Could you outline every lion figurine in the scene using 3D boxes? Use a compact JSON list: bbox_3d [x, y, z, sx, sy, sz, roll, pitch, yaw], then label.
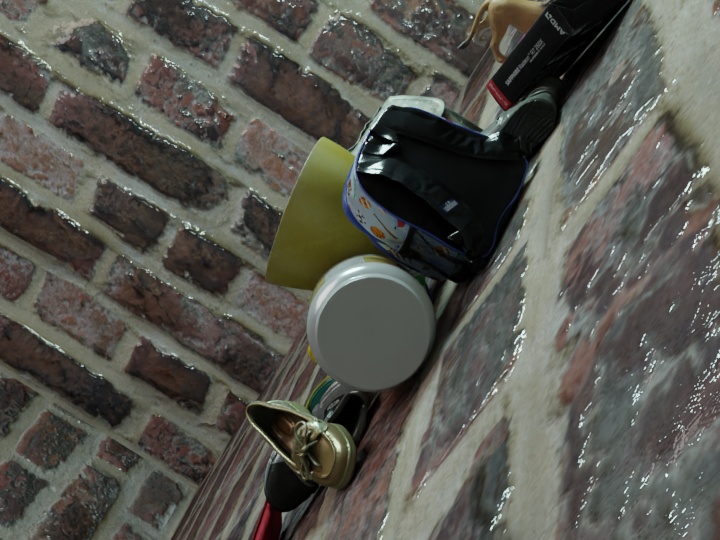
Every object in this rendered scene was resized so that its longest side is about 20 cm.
[{"bbox_3d":[0.238,-0.353,1.632,0.073,0.199,0.123,-87,-2,-47],"label":"lion figurine"}]

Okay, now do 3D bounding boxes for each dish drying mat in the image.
[{"bbox_3d":[-0.122,0.344,1.472,0.200,0.018,0.077,-75,-15,-72],"label":"dish drying mat"}]

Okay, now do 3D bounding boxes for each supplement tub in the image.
[{"bbox_3d":[0.011,0.059,1.340,0.145,0.144,0.200,-57,4,3],"label":"supplement tub"}]

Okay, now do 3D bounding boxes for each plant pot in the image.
[{"bbox_3d":[-0.019,-0.051,1.499,0.200,0.142,0.201,22,-90,-87],"label":"plant pot"}]

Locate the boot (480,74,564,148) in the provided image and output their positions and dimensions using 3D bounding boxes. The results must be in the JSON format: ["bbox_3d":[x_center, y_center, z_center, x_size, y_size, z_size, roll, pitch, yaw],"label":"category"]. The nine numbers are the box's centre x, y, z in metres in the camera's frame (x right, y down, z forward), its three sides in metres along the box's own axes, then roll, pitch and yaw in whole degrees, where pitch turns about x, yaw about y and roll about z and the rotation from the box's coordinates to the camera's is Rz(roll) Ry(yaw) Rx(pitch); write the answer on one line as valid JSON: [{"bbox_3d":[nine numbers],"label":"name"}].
[{"bbox_3d":[0.183,-0.166,1.511,0.200,0.068,0.131,-38,9,26],"label":"boot"}]

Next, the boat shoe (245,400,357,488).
[{"bbox_3d":[-0.071,0.201,1.368,0.200,0.063,0.074,17,91,59],"label":"boat shoe"}]

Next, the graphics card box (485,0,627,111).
[{"bbox_3d":[0.254,-0.296,1.513,0.125,0.051,0.200,-34,-7,-27],"label":"graphics card box"}]

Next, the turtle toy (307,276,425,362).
[{"bbox_3d":[0.013,0.058,1.648,0.200,0.101,0.146,-55,6,30],"label":"turtle toy"}]

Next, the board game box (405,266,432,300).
[{"bbox_3d":[0.000,0.000,1.585,0.135,0.035,0.200,-25,40,-3],"label":"board game box"}]

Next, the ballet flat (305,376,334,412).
[{"bbox_3d":[-0.044,0.198,1.574,0.200,0.067,0.067,-57,-10,25],"label":"ballet flat"}]

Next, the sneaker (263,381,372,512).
[{"bbox_3d":[-0.054,0.219,1.442,0.200,0.075,0.115,-57,6,0],"label":"sneaker"}]

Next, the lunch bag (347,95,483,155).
[{"bbox_3d":[0.086,-0.145,1.607,0.118,0.200,0.164,-54,4,48],"label":"lunch bag"}]

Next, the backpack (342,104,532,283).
[{"bbox_3d":[0.078,-0.095,1.378,0.200,0.190,0.154,-61,5,-34],"label":"backpack"}]
